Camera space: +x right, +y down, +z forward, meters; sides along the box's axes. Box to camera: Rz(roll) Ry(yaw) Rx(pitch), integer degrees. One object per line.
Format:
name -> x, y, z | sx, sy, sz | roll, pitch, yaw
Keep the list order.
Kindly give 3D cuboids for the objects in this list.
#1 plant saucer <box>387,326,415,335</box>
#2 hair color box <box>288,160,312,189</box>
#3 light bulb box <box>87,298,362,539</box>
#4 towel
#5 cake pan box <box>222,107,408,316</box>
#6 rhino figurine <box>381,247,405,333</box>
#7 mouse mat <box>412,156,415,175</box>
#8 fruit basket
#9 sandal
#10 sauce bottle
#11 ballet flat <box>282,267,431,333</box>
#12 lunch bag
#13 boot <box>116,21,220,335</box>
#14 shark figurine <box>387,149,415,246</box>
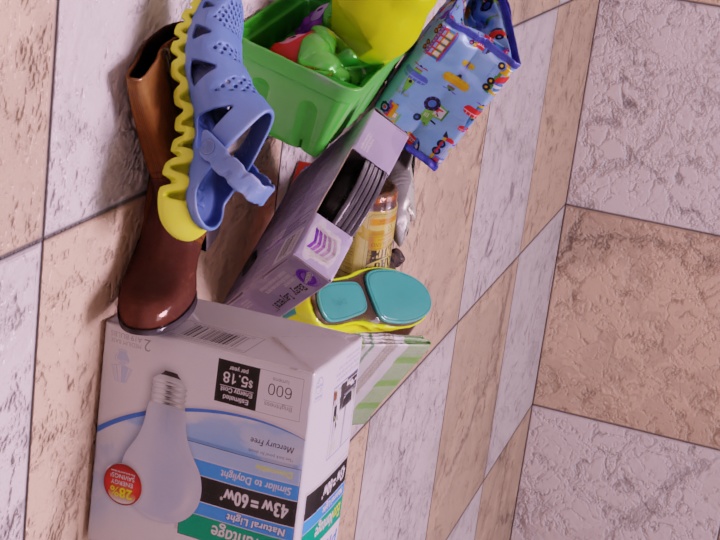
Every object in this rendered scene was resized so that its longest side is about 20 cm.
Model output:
plant saucer -> 0.005, 0.120, 1.893 | 0.201, 0.037, 0.200 | -52, 180, 0
hair color box -> -0.059, -0.002, 1.648 | 0.111, 0.063, 0.202 | 67, 36, -63
light bulb box -> -0.116, 0.144, 1.304 | 0.125, 0.196, 0.203 | -30, 130, -66
towel -> -0.033, 0.115, 1.628 | 0.198, 0.031, 0.149 | 4, 136, -46
cake pan box -> -0.046, -0.045, 1.471 | 0.200, 0.052, 0.186 | -36, -156, 57
rhino figurine -> 0.004, 0.056, 1.743 | 0.088, 0.059, 0.202 | -65, 168, -56
mouse mat -> 0.044, -0.151, 1.841 | 0.200, 0.007, 0.163 | -112, -156, -63
fruit basket -> -0.016, -0.232, 1.447 | 0.217, 0.154, 0.216 | -62, 171, -16
sandal -> -0.104, -0.124, 1.209 | 0.079, 0.086, 0.203 | 13, 78, -65
sauce bottle -> 0.000, 0.000, 1.624 | 0.066, 0.065, 0.202 | -51, 151, -58
ballet flat -> -0.008, 0.036, 1.553 | 0.199, 0.067, 0.068 | -3, 73, -53
lunch bag -> 0.087, -0.228, 1.592 | 0.151, 0.093, 0.201 | -51, -162, 30
boot -> -0.159, -0.072, 1.232 | 0.189, 0.068, 0.202 | -61, 156, -46
shark figurine -> 0.014, -0.124, 1.696 | 0.215, 0.088, 0.130 | -104, -166, -67
